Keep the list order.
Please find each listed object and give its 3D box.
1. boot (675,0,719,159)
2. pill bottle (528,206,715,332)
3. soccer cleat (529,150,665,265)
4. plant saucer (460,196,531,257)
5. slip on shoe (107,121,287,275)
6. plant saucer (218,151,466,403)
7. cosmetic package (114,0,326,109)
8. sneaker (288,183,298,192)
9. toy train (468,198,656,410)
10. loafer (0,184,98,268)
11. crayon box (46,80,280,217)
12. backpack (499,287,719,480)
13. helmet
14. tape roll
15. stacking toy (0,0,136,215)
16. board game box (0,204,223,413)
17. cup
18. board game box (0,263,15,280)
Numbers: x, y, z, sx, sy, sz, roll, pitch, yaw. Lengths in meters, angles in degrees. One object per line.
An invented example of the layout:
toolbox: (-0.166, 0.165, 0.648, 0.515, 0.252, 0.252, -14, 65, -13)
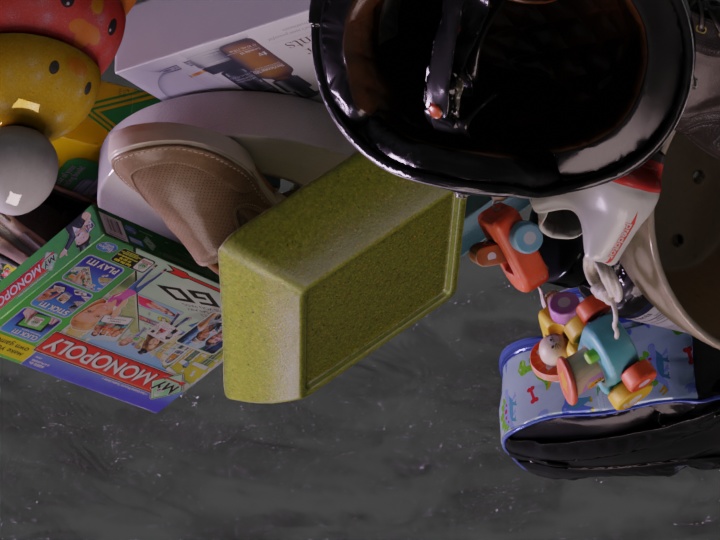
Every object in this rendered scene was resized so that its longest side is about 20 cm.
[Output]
boot: (0.212, -0.155, 1.447, 0.174, 0.069, 0.200, 27, 118, -7)
pill bottle: (0.229, -0.013, 1.746, 0.200, 0.112, 0.112, 13, 154, -26)
soccer cleat: (0.132, -0.068, 1.553, 0.068, 0.085, 0.200, 15, -165, -29)
plant saucer: (0.060, -0.021, 1.707, 0.200, 0.019, 0.070, -36, 162, -13)
slip on shoe: (-0.095, -0.034, 1.541, 0.076, 0.061, 0.200, -12, 152, 23)
plant saucer: (0.000, 0.000, 1.562, 0.200, 0.048, 0.200, -33, 154, -21)
cosmetic package: (-0.036, -0.145, 1.524, 0.200, 0.052, 0.151, -14, 156, 31)
sneaker: (-0.008, -0.036, 1.745, 0.075, 0.077, 0.200, 8, 155, -17)
toy train: (0.130, 0.026, 1.617, 0.056, 0.150, 0.200, -30, -159, -9)
loafer: (-0.208, -0.026, 1.644, 0.200, 0.072, 0.063, 21, 142, -31)
crayon box: (-0.177, -0.064, 1.707, 0.172, 0.058, 0.200, 14, 153, -25)
backpack: (0.216, 0.094, 1.954, 0.200, 0.147, 0.183, -10, 155, 13)
helmet: (0.089, -0.135, 1.359, 0.190, 0.200, 0.200, -11, 170, -43)
tape roll: (-0.081, -0.058, 1.605, 0.202, 0.037, 0.203, -1, 154, 0)
stacking toy: (-0.193, -0.124, 1.383, 0.146, 0.200, 0.146, 0, 158, 0)
board game box: (-0.165, 0.031, 1.657, 0.135, 0.029, 0.200, -39, 145, 21)
cup: (0.248, -0.044, 1.611, 0.200, 0.201, 0.143, 11, 179, -24)
board game box: (-0.252, -0.002, 1.783, 0.105, 0.024, 0.200, 16, -179, -33)
